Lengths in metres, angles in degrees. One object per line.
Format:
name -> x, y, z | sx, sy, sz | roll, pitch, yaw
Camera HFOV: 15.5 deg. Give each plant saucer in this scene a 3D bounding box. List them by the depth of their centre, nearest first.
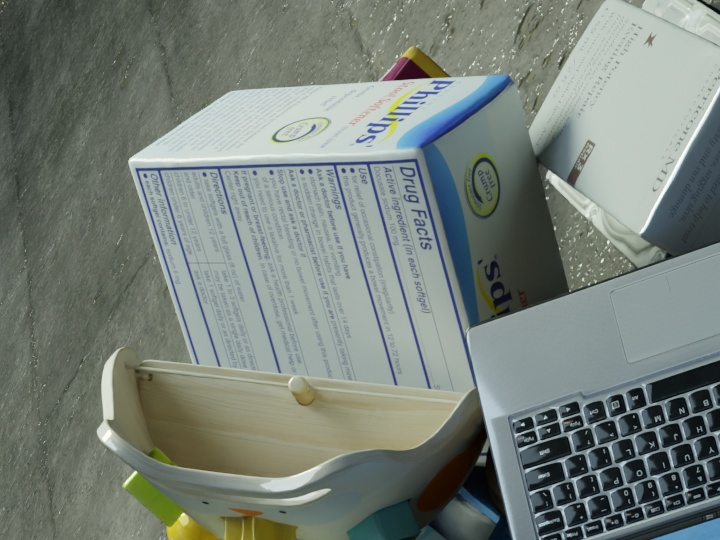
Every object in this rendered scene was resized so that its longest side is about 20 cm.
plant saucer -> 0.141, 0.050, 1.299 | 0.199, 0.030, 0.200 | -32, 20, 13

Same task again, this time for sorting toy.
sorting toy -> -0.047, 0.094, 1.287 | 0.180, 0.198, 0.108 | 33, -117, -77

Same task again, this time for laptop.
laptop -> 0.135, 0.069, 1.152 | 0.186, 0.116, 0.201 | -19, 64, 14

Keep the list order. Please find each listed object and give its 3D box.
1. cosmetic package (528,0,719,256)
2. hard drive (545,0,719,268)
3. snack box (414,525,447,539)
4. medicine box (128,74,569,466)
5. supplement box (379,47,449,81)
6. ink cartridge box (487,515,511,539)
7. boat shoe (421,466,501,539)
cosmetic package -> 0.159, -0.068, 1.339 | 0.102, 0.074, 0.200 | -61, 17, 5
hard drive -> 0.176, -0.077, 1.472 | 0.140, 0.038, 0.200 | -59, 20, 10
snack box -> -0.016, 0.220, 1.320 | 0.116, 0.037, 0.200 | -47, -8, -38
medicine box -> 0.000, 0.000, 1.432 | 0.199, 0.183, 0.103 | 0, 26, 35
supplement box -> 0.001, -0.025, 1.638 | 0.131, 0.103, 0.200 | -44, 7, 41
ink cartridge box -> 0.081, 0.227, 1.264 | 0.201, 0.084, 0.146 | -62, 20, 3
boat shoe -> 0.036, 0.125, 1.486 | 0.200, 0.084, 0.069 | -128, 53, -61
